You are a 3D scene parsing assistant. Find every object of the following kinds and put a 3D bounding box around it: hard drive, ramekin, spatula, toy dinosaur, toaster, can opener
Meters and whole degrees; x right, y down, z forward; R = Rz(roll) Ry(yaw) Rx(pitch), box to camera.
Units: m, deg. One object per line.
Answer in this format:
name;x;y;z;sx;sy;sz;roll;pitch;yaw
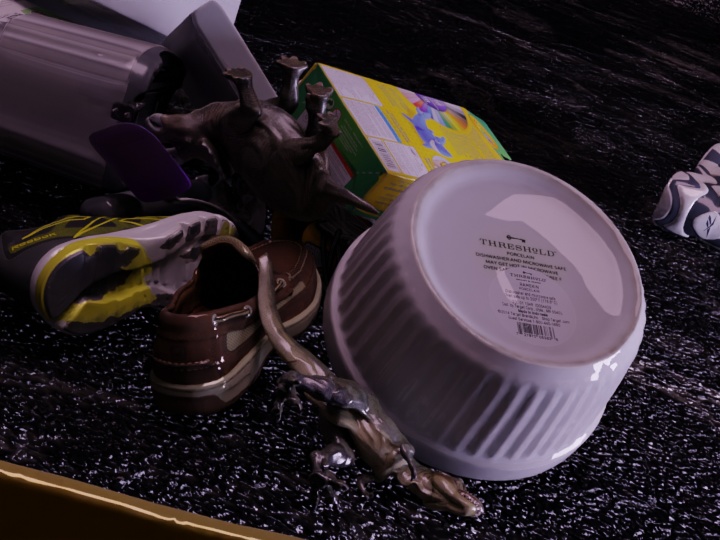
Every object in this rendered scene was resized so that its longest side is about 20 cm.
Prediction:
hard drive;-0.102;-0.135;1.203;0.132;0.027;0.200;58;-11;-9
ramekin;0.086;0.022;0.987;0.200;0.105;0.200;13;51;-17
spatula;-0.102;-0.038;1.070;0.200;0.056;0.021;38;54;-36
toy dinosaur;-0.015;0.083;0.897;0.200;0.047;0.088;50;28;2
toy dinosaur;-0.052;-0.080;1.059;0.200;0.102;0.077;31;38;24
toaster;-0.212;-0.125;1.144;0.129;0.114;0.200;16;10;0
can opener;-0.140;-0.039;1.133;0.067;0.053;0.200;-5;6;34

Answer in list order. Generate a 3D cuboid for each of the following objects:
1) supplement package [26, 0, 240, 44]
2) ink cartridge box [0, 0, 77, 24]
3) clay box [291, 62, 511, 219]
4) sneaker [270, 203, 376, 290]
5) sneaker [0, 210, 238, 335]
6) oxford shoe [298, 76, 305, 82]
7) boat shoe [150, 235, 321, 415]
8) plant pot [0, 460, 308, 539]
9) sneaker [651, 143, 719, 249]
supplement package;-0.232;-0.296;1.385;0.200;0.147;0.191;17;-1;31
ink cartridge box;-0.354;-0.207;1.289;0.200;0.067;0.117;25;21;8
clay box;0.047;-0.081;1.147;0.200;0.048;0.115;12;39;-48
sneaker;0.000;0.000;1.127;0.082;0.078;0.200;1;20;-33
sneaker;-0.155;-0.011;0.997;0.085;0.075;0.200;21;13;28
oxford shoe;-0.033;-0.111;1.223;0.073;0.084;0.200;-14;20;-6
boat shoe;-0.073;0.013;0.969;0.075;0.075;0.202;1;24;13
plant pot;-0.072;0.196;0.409;0.195;0.200;0.194;17;22;-12
sneaker;0.400;-0.065;1.622;0.130;0.080;0.199;31;24;21
